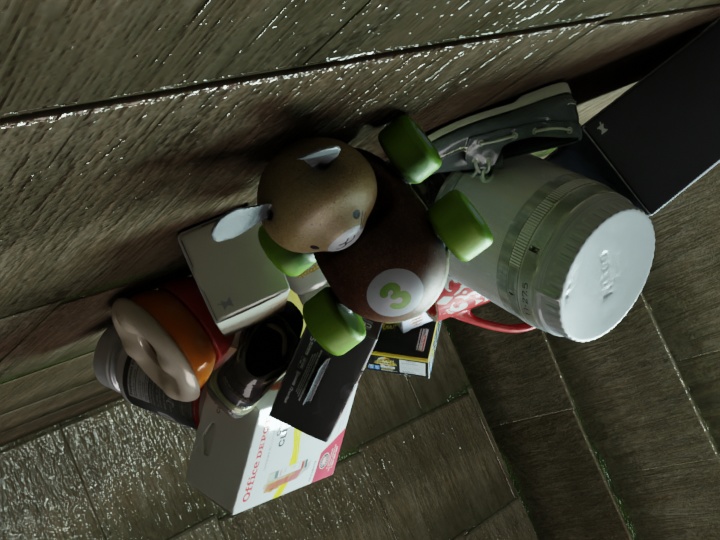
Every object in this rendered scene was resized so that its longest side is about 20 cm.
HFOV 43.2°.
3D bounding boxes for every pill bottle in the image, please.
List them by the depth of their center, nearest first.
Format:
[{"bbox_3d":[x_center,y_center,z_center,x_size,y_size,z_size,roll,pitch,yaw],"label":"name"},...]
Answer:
[{"bbox_3d":[-0.240,0.133,1.177,0.199,0.115,0.114,15,-164,28],"label":"pill bottle"}]

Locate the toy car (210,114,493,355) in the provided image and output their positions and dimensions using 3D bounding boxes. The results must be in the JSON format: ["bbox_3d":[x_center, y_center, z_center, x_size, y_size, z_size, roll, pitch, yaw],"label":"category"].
[{"bbox_3d":[-0.020,-0.039,0.689,0.164,0.158,0.200,-37,160,15],"label":"toy car"}]

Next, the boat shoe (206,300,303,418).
[{"bbox_3d":[-0.102,0.091,1.046,0.073,0.074,0.200,-41,-168,31],"label":"boat shoe"}]

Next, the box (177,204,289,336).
[{"bbox_3d":[-0.126,0.006,0.925,0.077,0.095,0.200,-24,177,-9],"label":"box"}]

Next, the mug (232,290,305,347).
[{"bbox_3d":[-0.122,0.064,1.231,0.186,0.154,0.149,-26,174,22],"label":"mug"}]

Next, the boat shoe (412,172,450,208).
[{"bbox_3d":[0.074,-0.089,1.022,0.199,0.072,0.065,-15,160,-46],"label":"boat shoe"}]

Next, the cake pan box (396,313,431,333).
[{"bbox_3d":[0.110,-0.011,1.429,0.199,0.184,0.052,-21,140,-13],"label":"cake pan box"}]

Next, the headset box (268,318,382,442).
[{"bbox_3d":[-0.027,0.081,1.023,0.200,0.077,0.149,-64,178,-62],"label":"headset box"}]

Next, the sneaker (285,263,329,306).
[{"bbox_3d":[-0.069,-0.025,0.997,0.076,0.081,0.200,-31,-163,-10],"label":"sneaker"}]

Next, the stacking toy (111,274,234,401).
[{"bbox_3d":[-0.179,0.044,1.080,0.200,0.146,0.146,-40,-176,-27],"label":"stacking toy"}]

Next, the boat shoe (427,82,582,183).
[{"bbox_3d":[0.127,-0.122,0.900,0.199,0.062,0.073,-23,175,-5],"label":"boat shoe"}]

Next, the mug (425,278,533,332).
[{"bbox_3d":[0.184,0.003,1.301,0.199,0.178,0.134,-22,157,-11],"label":"mug"}]

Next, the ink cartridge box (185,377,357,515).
[{"bbox_3d":[-0.106,0.201,1.137,0.083,0.146,0.200,25,-163,31],"label":"ink cartridge box"}]

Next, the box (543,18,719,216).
[{"bbox_3d":[0.323,-0.144,1.012,0.200,0.123,0.198,-38,176,-7],"label":"box"}]

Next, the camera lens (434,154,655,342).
[{"bbox_3d":[0.183,-0.033,0.957,0.159,0.161,0.200,-20,-145,-32],"label":"camera lens"}]

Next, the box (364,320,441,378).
[{"bbox_3d":[0.047,0.069,1.425,0.159,0.049,0.201,6,-134,13],"label":"box"}]
